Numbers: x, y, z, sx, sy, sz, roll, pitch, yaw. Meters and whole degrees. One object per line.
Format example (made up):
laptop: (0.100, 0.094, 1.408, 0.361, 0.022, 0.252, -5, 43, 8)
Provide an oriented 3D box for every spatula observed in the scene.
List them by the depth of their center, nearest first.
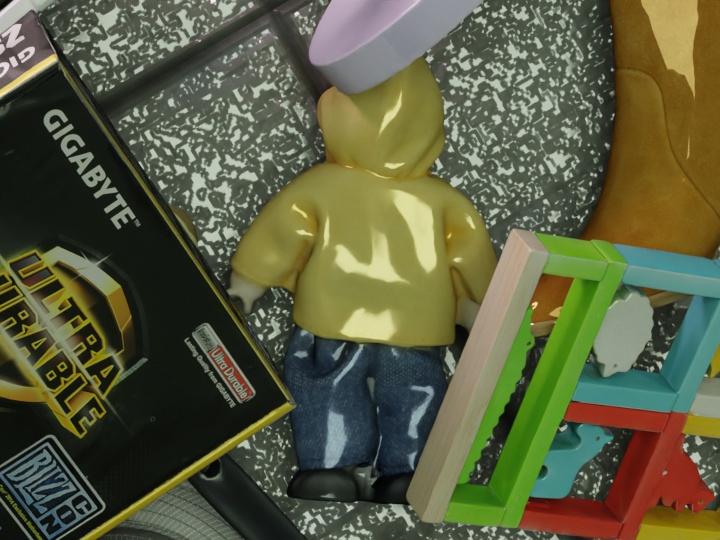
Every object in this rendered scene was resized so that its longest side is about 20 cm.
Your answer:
spatula: (-0.007, 0.144, 1.207, 0.200, 0.021, 0.057, 45, 76, -11)

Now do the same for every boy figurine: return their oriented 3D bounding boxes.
boy figurine: (0.000, 0.000, 1.208, 0.123, 0.064, 0.202, 1, 87, -7)

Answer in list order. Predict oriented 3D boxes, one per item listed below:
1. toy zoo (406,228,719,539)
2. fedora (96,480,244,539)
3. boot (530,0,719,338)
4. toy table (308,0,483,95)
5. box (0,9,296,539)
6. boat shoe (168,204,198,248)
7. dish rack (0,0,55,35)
toy zoo: (0.129, 0.055, 1.191, 0.199, 0.020, 0.132, 9, 115, -29)
fedora: (-0.103, 0.182, 1.172, 0.176, 0.090, 0.201, 15, 86, -7)
boot: (0.124, -0.064, 1.216, 0.200, 0.071, 0.145, -23, 99, -22)
toy table: (0.023, -0.187, 1.170, 0.117, 0.184, 0.200, 45, 71, -19)
box: (-0.140, 0.021, 1.108, 0.159, 0.049, 0.200, -32, 127, 0)
boat shoe: (-0.161, 0.013, 1.167, 0.199, 0.074, 0.067, -6, 56, -12)
dish rack: (-0.212, -0.136, 1.098, 0.200, 0.044, 0.172, -40, 91, -2)
